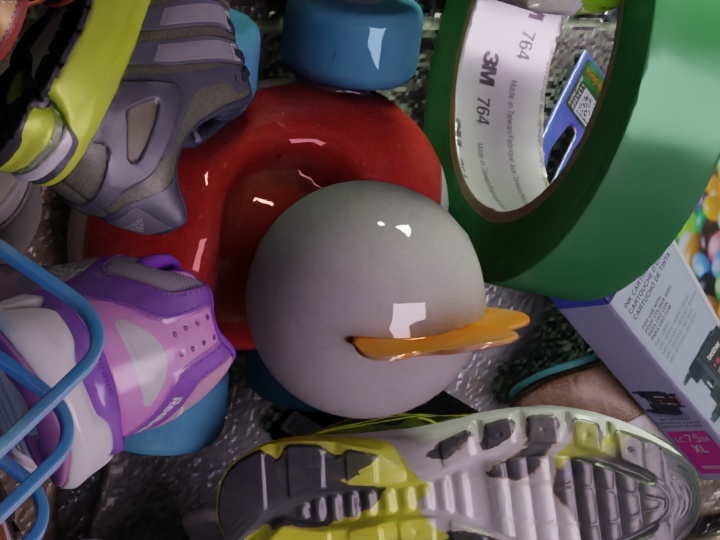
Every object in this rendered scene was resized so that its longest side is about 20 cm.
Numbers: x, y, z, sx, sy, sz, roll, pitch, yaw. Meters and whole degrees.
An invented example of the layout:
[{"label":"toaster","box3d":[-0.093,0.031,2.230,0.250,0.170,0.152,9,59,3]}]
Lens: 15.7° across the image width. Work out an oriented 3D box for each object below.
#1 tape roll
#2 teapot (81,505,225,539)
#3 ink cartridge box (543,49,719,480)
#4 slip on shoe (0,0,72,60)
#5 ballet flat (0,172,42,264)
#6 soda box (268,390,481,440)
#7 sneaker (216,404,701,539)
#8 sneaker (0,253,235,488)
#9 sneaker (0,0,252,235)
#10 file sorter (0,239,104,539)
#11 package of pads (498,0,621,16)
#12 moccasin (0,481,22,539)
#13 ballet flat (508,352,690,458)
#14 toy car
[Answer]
[{"label":"tape roll","box3d":[0.092,-0.089,1.110,0.048,0.200,0.201,11,103,-24]},{"label":"teapot","box3d":[-0.056,0.175,1.138,0.197,0.200,0.146,-9,81,-15]},{"label":"ink cartridge box","box3d":[0.153,-0.002,1.279,0.200,0.042,0.119,47,57,-30]},{"label":"slip on shoe","box3d":[-0.117,-0.124,0.935,0.074,0.061,0.200,-51,-175,30]},{"label":"ballet flat","box3d":[-0.165,-0.058,0.972,0.067,0.064,0.200,-48,136,-16]},{"label":"soda box","box3d":[0.055,0.109,1.170,0.063,0.200,0.071,-47,140,-15]},{"label":"sneaker","box3d":[0.042,0.085,1.098,0.085,0.200,0.075,-62,153,-78]},{"label":"sneaker","box3d":[-0.101,0.027,0.975,0.088,0.200,0.081,-27,102,-16]},{"label":"sneaker","box3d":[-0.076,-0.092,0.990,0.081,0.074,0.200,40,51,-22]},{"label":"file sorter","box3d":[-0.180,0.081,0.855,0.139,0.123,0.200,-45,164,-42]},{"label":"package of pads","box3d":[0.045,-0.215,1.035,0.068,0.154,0.200,-9,115,-43]},{"label":"moccasin","box3d":[-0.183,0.084,1.021,0.078,0.074,0.202,-29,131,-21]},{"label":"ballet flat","box3d":[0.162,0.064,1.346,0.200,0.068,0.072,-17,79,-43]},{"label":"toy car","box3d":[0.000,0.000,1.063,0.177,0.200,0.185,-12,118,-41]}]
